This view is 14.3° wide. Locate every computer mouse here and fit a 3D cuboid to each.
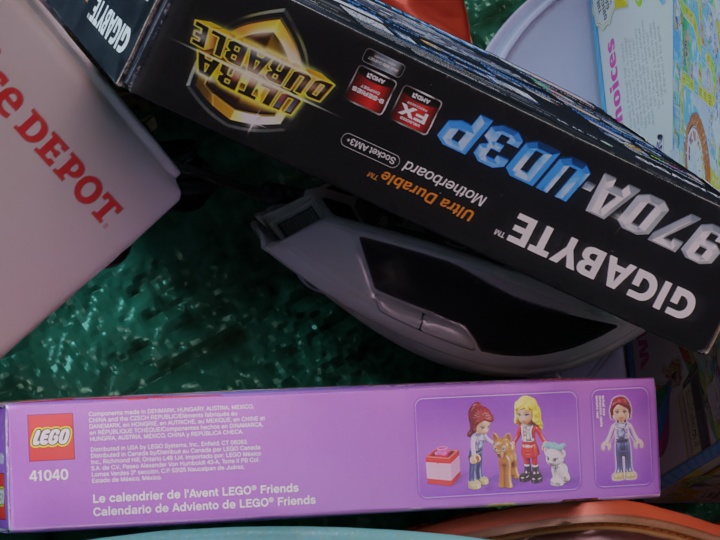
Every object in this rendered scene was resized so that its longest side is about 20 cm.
[{"bbox_3d":[0.000,0.000,0.936,0.199,0.110,0.044,17,104,3],"label":"computer mouse"}]

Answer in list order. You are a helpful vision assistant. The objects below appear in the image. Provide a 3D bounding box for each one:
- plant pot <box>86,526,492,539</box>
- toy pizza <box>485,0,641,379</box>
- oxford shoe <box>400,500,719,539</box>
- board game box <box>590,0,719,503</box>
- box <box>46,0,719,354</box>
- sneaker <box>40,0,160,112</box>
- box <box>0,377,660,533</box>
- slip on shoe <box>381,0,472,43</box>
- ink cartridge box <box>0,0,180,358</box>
[{"bbox_3d":[-0.031,0.148,0.801,0.199,0.141,0.142,-13,68,6],"label":"plant pot"},{"bbox_3d":[0.122,-0.018,1.024,0.199,0.032,0.201,7,70,-19],"label":"toy pizza"},{"bbox_3d":[0.088,0.115,0.939,0.199,0.071,0.073,2,77,-12],"label":"oxford shoe"},{"bbox_3d":[0.123,-0.037,0.937,0.034,0.134,0.201,1,72,-18],"label":"board game box"},{"bbox_3d":[0.008,-0.052,0.874,0.199,0.159,0.046,24,99,-21],"label":"box"},{"bbox_3d":[-0.106,-0.110,0.980,0.199,0.071,0.113,-9,58,-10],"label":"sneaker"},{"bbox_3d":[-0.025,0.056,0.889,0.199,0.137,0.039,-2,87,-17],"label":"box"},{"bbox_3d":[0.002,-0.130,1.027,0.074,0.061,0.201,-3,69,-20],"label":"slip on shoe"},{"bbox_3d":[-0.172,-0.015,0.827,0.200,0.147,0.083,-42,48,-3],"label":"ink cartridge box"}]
